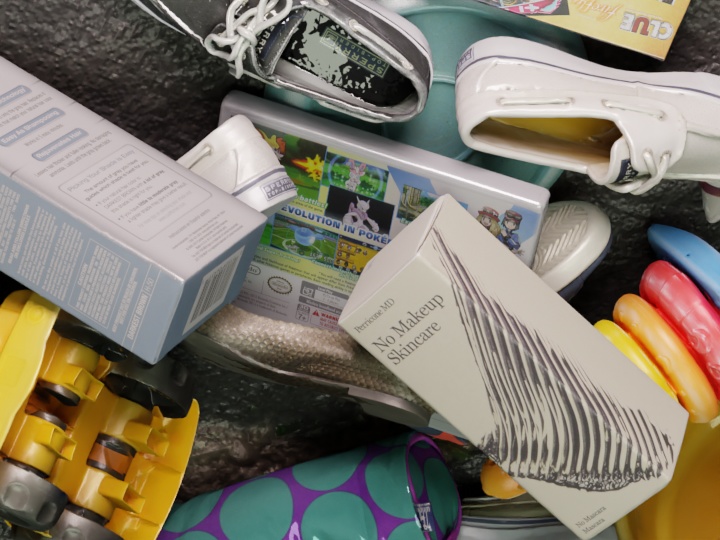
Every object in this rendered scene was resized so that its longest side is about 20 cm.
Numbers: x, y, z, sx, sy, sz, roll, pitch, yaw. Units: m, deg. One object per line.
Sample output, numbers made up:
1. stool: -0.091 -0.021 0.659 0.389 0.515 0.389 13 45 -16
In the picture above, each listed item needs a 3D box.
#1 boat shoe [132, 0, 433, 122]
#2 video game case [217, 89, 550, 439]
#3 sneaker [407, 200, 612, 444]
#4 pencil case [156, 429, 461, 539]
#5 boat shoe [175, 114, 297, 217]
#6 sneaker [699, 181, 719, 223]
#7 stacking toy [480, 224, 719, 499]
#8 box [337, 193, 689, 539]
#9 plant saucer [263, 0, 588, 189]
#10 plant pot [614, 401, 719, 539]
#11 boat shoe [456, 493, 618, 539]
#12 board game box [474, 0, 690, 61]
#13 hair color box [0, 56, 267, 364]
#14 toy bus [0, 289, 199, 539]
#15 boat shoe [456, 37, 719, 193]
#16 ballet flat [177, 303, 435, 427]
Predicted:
1. boat shoe: -0.052 -0.136 1.226 0.198 0.068 0.074 30 113 -10
2. video game case: 0.000 0.000 1.322 0.199 0.022 0.183 18 126 9
3. sneaker: 0.099 0.037 1.384 0.084 0.075 0.200 33 124 -25
4. pencil case: -0.037 0.173 1.433 0.199 0.085 0.093 -17 84 15
5. boat shoe: -0.126 -0.030 1.303 0.199 0.071 0.070 -30 87 37
6. sneaker: 0.305 -0.061 1.348 0.198 0.075 0.091 7 123 -2
7. stacking toy: 0.158 0.079 1.363 0.200 0.116 0.110 -37 123 -4
8. box: 0.090 0.057 1.268 0.200 0.069 0.082 40 127 -10
9. plant saucer: 0.042 -0.092 1.313 0.198 0.027 0.201 -4 124 -5
10. plant pot: 0.289 0.171 1.438 0.200 0.202 0.189 -29 138 12
11. boat shoe: 0.088 0.182 1.482 0.198 0.062 0.072 -3 127 16
12. board game box: 0.104 -0.209 1.226 0.199 0.035 0.136 16 112 -18
13. hair color box: -0.163 -0.039 1.219 0.199 0.099 0.061 31 122 12
14. toy bus: -0.215 0.080 1.301 0.191 0.136 0.200 16 162 25
15. boat shoe: 0.150 -0.075 1.254 0.199 0.070 0.071 14 139 -9
16. ballet flat: -0.042 0.043 1.327 0.199 0.047 0.067 17 166 15
